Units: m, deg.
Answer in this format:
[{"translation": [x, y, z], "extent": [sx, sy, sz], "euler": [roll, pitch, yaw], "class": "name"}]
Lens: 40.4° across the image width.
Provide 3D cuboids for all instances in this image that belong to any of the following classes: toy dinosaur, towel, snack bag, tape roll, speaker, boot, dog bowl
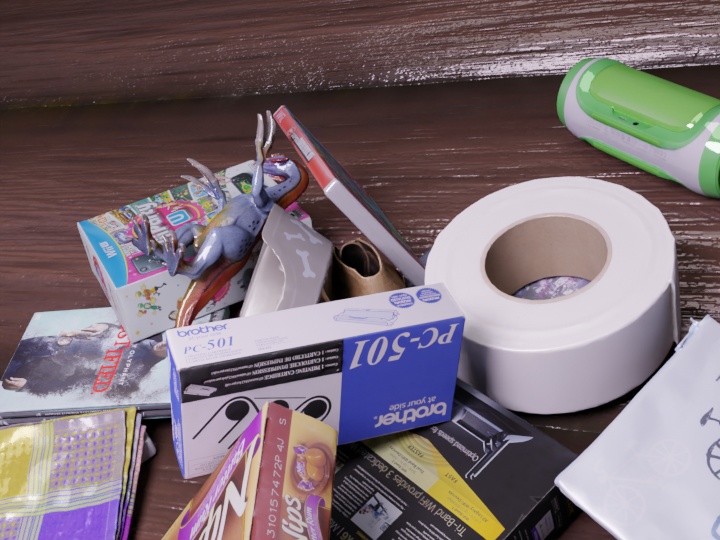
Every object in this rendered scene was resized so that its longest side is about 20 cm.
[{"translation": [-0.116, -0.041, 0.890], "extent": [0.179, 0.205, 0.104], "euler": [-15, 17, -42], "class": "toy dinosaur"}, {"translation": [-0.250, 0.201, 0.771], "extent": [0.140, 0.023, 0.203], "euler": [-6, 48, 7], "class": "towel"}, {"translation": [0.248, 0.142, 0.627], "extent": [0.188, 0.022, 0.199], "euler": [-40, 58, -21], "class": "snack bag"}, {"translation": [0.153, 0.014, 0.781], "extent": [0.198, 0.072, 0.205], "euler": [-12, 39, 9], "class": "tape roll"}, {"translation": [0.279, -0.138, 0.922], "extent": [0.088, 0.090, 0.199], "euler": [-33, 41, -17], "class": "speaker"}, {"translation": [0.000, 0.000, 0.845], "extent": [0.073, 0.077, 0.200], "euler": [-26, 19, -7], "class": "boot"}, {"translation": [-0.075, 0.053, 0.774], "extent": [0.058, 0.202, 0.202], "euler": [19, 43, -5], "class": "dog bowl"}]

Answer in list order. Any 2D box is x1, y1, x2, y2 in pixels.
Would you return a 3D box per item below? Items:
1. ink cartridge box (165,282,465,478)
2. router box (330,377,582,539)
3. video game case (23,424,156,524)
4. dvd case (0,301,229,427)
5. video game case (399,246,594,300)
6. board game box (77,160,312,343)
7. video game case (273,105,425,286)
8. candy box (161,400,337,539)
[{"translation": [-0.030, 0.073, 0.665], "extent": [0.196, 0.096, 0.044], "euler": [-9, 35, -19], "class": "ink cartridge box"}, {"translation": [0.040, 0.153, 0.708], "extent": [0.156, 0.053, 0.199], "euler": [-38, 43, -21], "class": "router box"}, {"translation": [-0.300, 0.162, 0.865], "extent": [0.198, 0.022, 0.182], "euler": [-33, 41, -17], "class": "video game case"}, {"translation": [-0.226, 0.082, 0.897], "extent": [0.195, 0.022, 0.147], "euler": [-3, 35, 6], "class": "dvd case"}, {"translation": [0.130, 0.020, 0.853], "extent": [0.142, 0.019, 0.199], "euler": [-37, 43, -20], "class": "video game case"}, {"translation": [-0.161, -0.025, 0.966], "extent": [0.197, 0.065, 0.147], "euler": [-23, 36, -19], "class": "board game box"}, {"translation": [-0.009, -0.069, 0.902], "extent": [0.017, 0.143, 0.201], "euler": [-42, 32, 6], "class": "video game case"}, {"translation": [-0.086, 0.191, 0.619], "extent": [0.056, 0.201, 0.118], "euler": [24, 38, -16], "class": "candy box"}]
